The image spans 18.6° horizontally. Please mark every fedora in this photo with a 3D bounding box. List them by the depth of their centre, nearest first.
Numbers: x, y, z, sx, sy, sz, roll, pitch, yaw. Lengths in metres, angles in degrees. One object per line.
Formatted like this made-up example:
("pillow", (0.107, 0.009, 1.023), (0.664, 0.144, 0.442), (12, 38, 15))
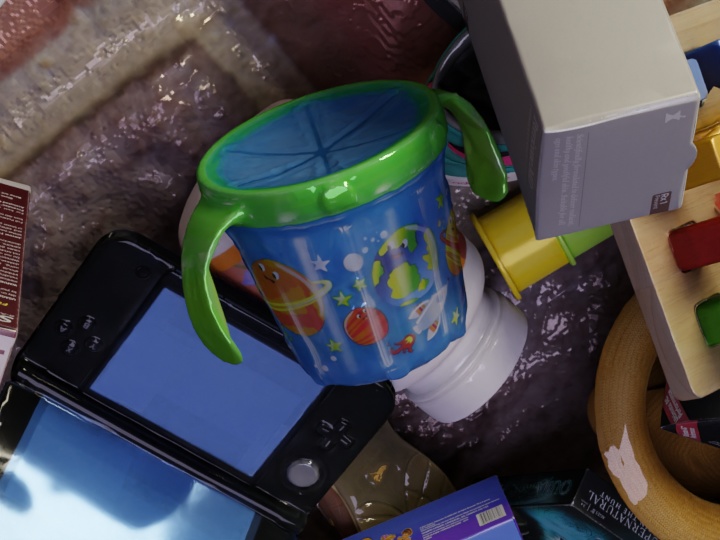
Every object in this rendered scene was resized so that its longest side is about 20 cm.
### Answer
("fedora", (0.207, 0.085, 1.355), (0.200, 0.082, 0.202), (4, 83, -33))

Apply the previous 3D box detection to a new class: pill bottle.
("pill bottle", (0.000, 0.000, 1.294), (0.200, 0.112, 0.112), (38, 104, -21))

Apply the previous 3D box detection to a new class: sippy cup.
("sippy cup", (-0.004, -0.015, 1.167), (0.177, 0.140, 0.131), (-17, 114, 5))

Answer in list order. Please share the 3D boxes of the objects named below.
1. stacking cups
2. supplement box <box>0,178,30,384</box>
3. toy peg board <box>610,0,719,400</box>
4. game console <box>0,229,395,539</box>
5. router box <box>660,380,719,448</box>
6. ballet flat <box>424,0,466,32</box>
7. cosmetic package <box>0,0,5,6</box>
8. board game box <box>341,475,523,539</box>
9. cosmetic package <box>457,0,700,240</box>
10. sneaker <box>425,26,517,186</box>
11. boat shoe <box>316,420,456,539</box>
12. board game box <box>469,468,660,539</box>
("stacking cups", (0.165, -0.058, 1.326), (0.199, 0.061, 0.061), (-31, 114, 1))
("supplement box", (-0.228, 0.030, 1.228), (0.061, 0.200, 0.109), (14, 111, -13))
("toy peg board", (0.238, -0.059, 1.210), (0.199, 0.098, 0.200), (-22, 93, -36))
("game console", (-0.103, 0.106, 1.237), (0.199, 0.119, 0.171), (30, 119, -16))
("router box", (0.279, 0.045, 1.316), (0.199, 0.062, 0.151), (20, 72, -29))
("ballet flat", (0.051, -0.184, 1.242), (0.073, 0.073, 0.200), (-42, 113, 11))
("cosmetic package", (-0.224, -0.261, 1.141), (0.200, 0.123, 0.199), (38, 104, -19))
("board game box", (0.018, 0.225, 1.356), (0.199, 0.045, 0.135), (-23, 123, 1))
("cosmetic package", (0.102, -0.129, 1.116), (0.090, 0.201, 0.107), (-11, 148, -4))
("sneaker", (0.122, -0.108, 1.249), (0.199, 0.121, 0.084), (-14, 75, 3))
("boat shoe", (0.005, 0.132, 1.381), (0.072, 0.068, 0.200), (-42, 114, -14))
("board game box", (0.174, 0.191, 1.396), (0.200, 0.135, 0.028), (36, 68, -19))
